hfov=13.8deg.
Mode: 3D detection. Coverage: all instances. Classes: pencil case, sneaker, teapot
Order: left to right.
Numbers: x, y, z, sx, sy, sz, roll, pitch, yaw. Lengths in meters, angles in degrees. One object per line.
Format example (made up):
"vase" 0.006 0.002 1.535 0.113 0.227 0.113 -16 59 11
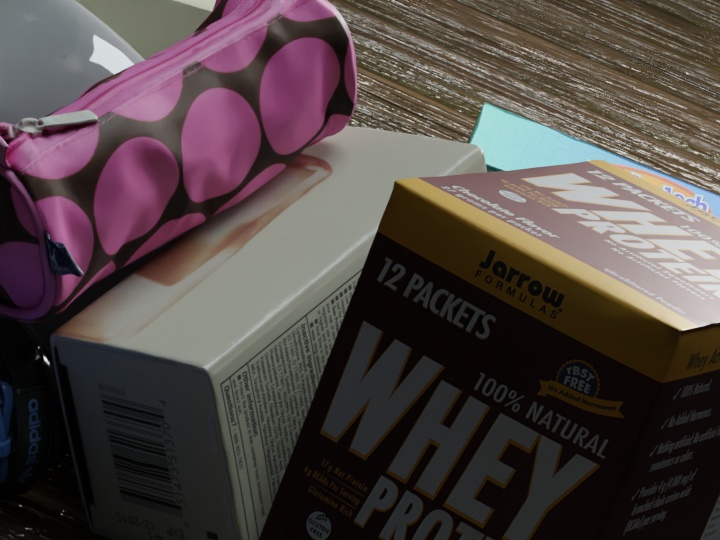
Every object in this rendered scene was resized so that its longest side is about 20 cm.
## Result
"sneaker" -0.155 0.066 1.165 0.111 0.077 0.200 0 18 -31
"teapot" -0.145 -0.020 1.358 0.198 0.146 0.200 51 -13 -18
"pencil case" -0.086 -0.057 1.220 0.090 0.094 0.200 24 41 31

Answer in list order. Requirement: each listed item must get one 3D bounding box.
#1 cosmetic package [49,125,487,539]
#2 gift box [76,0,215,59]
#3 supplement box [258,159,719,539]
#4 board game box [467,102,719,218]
"cosmetic package" -0.030 0.028 1.247 0.087 0.104 0.200 12 33 35
"gift box" -0.117 -0.099 1.548 0.186 0.201 0.185 16 22 -24
"supplement box" 0.077 0.075 1.210 0.132 0.201 0.197 28 17 24
"board game box" 0.134 0.005 1.613 0.199 0.152 0.045 22 52 -1
